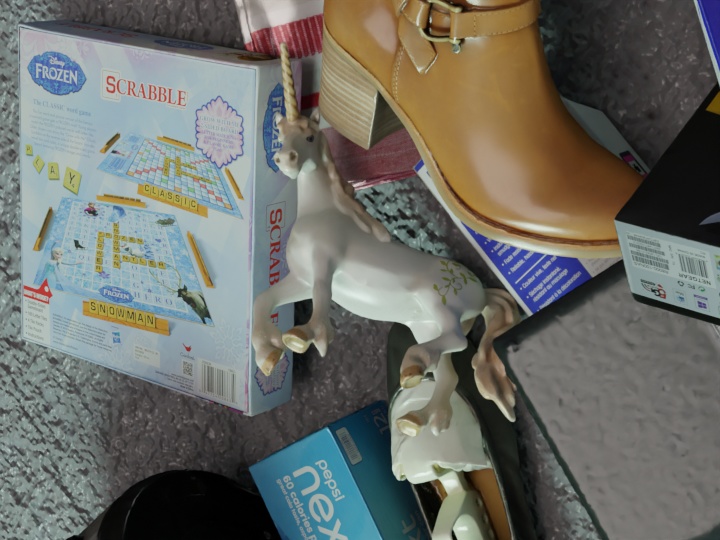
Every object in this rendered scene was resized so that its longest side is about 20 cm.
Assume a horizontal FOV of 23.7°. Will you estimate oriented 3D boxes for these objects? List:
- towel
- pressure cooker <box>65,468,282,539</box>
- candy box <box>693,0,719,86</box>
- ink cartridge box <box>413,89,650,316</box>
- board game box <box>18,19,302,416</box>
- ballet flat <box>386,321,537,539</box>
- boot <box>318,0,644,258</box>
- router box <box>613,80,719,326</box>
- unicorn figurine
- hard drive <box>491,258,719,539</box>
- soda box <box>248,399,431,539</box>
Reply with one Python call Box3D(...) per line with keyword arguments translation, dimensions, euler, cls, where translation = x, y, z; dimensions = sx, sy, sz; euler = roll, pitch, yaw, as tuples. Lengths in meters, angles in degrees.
Box3D(translation=(-0.008, -0.146, 0.945), dimensions=(0.143, 0.023, 0.202), euler=(-12, 94, 32), cls="towel")
Box3D(translation=(-0.128, 0.239, 1.013), dimensions=(0.200, 0.176, 0.179), euler=(-43, 81, 32), cls="pressure cooker")
Box3D(translation=(0.222, -0.107, 0.682), dimensions=(0.167, 0.077, 0.201), euler=(-16, 50, 12), cls="candy box")
Box3D(translation=(0.122, -0.008, 0.886), dimensions=(0.201, 0.037, 0.095), euler=(51, 121, 10), cls="ink cartridge box")
Box3D(translation=(-0.123, -0.036, 1.013), dimensions=(0.199, 0.041, 0.202), euler=(15, 110, 36), cls="board game box")
Box3D(translation=(0.057, 0.119, 0.934), dimensions=(0.068, 0.068, 0.202), euler=(-22, 89, 28), cls="ballet flat")
Box3D(translation=(0.070, -0.107, 0.809), dimensions=(0.199, 0.076, 0.156), euler=(34, 134, 23), cls="boot")
Box3D(translation=(0.231, -0.033, 0.718), dimensions=(0.199, 0.157, 0.053), euler=(18, 144, 36), cls="router box")
Box3D(translation=(0.000, 0.000, 0.909), dimensions=(0.199, 0.138, 0.074), euler=(34, 140, -16), cls="unicorn figurine")
Box3D(translation=(0.180, 0.043, 0.819), dimensions=(0.199, 0.033, 0.140), euler=(-32, 80, 12), cls="hard drive")
Box3D(translation=(0.017, 0.183, 0.976), dimensions=(0.068, 0.064, 0.202), euler=(-29, 84, 33), cls="soda box")
